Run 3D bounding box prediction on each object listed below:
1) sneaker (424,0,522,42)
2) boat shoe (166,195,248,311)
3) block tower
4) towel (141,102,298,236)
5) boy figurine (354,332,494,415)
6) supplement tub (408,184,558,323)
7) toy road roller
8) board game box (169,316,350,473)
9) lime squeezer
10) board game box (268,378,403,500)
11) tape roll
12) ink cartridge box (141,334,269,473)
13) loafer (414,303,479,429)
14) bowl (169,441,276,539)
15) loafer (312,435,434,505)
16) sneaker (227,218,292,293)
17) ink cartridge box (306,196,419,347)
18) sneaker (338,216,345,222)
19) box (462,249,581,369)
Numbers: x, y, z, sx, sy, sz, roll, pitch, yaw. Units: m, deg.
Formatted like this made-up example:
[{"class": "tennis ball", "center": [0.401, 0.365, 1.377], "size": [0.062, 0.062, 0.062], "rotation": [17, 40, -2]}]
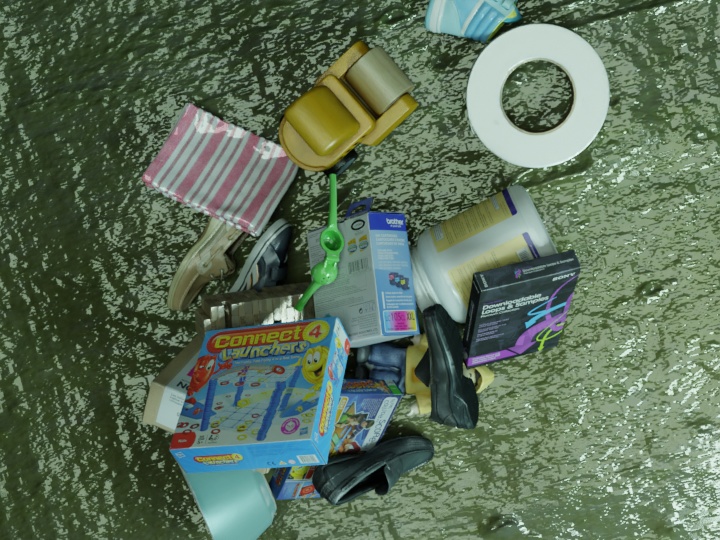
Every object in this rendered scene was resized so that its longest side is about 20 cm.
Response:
[{"class": "sneaker", "center": [0.180, -0.415, 1.548], "size": [0.130, 0.080, 0.201], "rotation": [22, 107, 9]}, {"class": "boat shoe", "center": [-0.219, -0.017, 1.646], "size": [0.064, 0.071, 0.201], "rotation": [33, 97, 7]}, {"class": "block tower", "center": [-0.131, 0.057, 1.570], "size": [0.199, 0.058, 0.054], "rotation": [-9, 110, -21]}, {"class": "towel", "center": [-0.202, -0.150, 1.623], "size": [0.199, 0.030, 0.147], "rotation": [25, 72, 7]}, {"class": "boy figurine", "center": [0.093, 0.154, 1.610], "size": [0.199, 0.064, 0.125], "rotation": [9, 93, 12]}, {"class": "supplement tub", "center": [0.167, -0.015, 1.543], "size": [0.199, 0.145, 0.146], "rotation": [-27, 89, 11]}, {"class": "toy road roller", "center": [-0.026, -0.225, 1.560], "size": [0.200, 0.146, 0.123], "rotation": [-42, 87, 10]}, {"class": "board game box", "center": [-0.126, 0.160, 1.429], "size": [0.199, 0.196, 0.056], "rotation": [-8, 135, 19]}, {"class": "lime squeezer", "center": [-0.046, -0.027, 1.500], "size": [0.038, 0.071, 0.201], "rotation": [11, 105, -12]}, {"class": "board game box", "center": [-0.036, 0.242, 1.581], "size": [0.034, 0.135, 0.201], "rotation": [53, 128, 45]}, {"class": "tape roll", "center": [0.247, -0.245, 1.551], "size": [0.202, 0.037, 0.204], "rotation": [1, 104, 4]}, {"class": "ink cartridge box", "center": [-0.189, 0.189, 1.604], "size": [0.199, 0.165, 0.075], "rotation": [22, 116, 7]}, {"class": "loafer", "center": [0.107, 0.137, 1.518], "size": [0.072, 0.073, 0.201], "rotation": [-6, 117, 20]}, {"class": "bowl", "center": [-0.193, 0.321, 1.621], "size": [0.105, 0.201, 0.202], "rotation": [-25, 90, -14]}, {"class": "loafer", "center": [0.027, 0.290, 1.581], "size": [0.070, 0.200, 0.068], "rotation": [51, 139, 37]}, {"class": "sneaker", "center": [-0.140, 0.021, 1.633], "size": [0.079, 0.078, 0.200], "rotation": [36, 110, 10]}, {"class": "ink cartridge box", "center": [0.000, 0.000, 1.518], "size": [0.136, 0.076, 0.201], "rotation": [-15, 79, 46]}, {"class": "sneaker", "center": [-0.008, 0.013, 1.622], "size": [0.087, 0.074, 0.201], "rotation": [12, 89, 20]}, {"class": "box", "center": [0.214, 0.056, 1.504], "size": [0.142, 0.200, 0.036], "rotation": [-14, 55, -10]}]
